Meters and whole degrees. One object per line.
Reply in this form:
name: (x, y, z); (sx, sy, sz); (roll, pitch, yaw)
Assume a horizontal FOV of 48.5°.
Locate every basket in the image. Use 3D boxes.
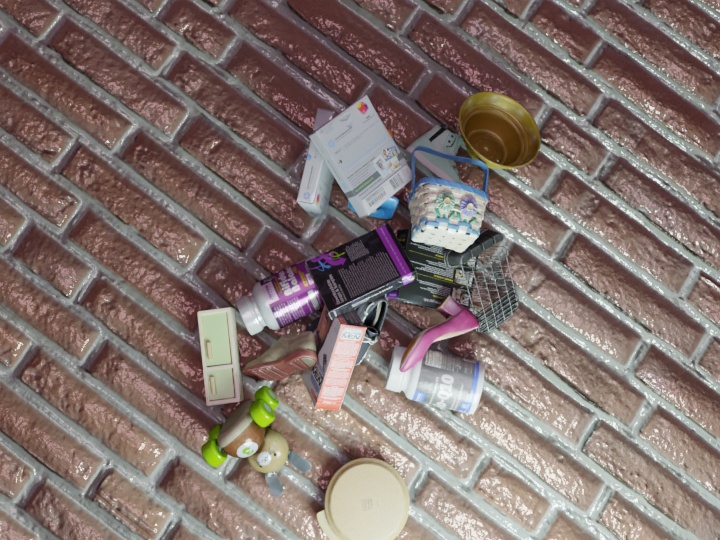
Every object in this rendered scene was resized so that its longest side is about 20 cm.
basket: (0.185, -0.152, 1.663); (0.173, 0.139, 0.203); (9, 64, -14)

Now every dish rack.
dish rack: (0.271, 0.026, 1.742); (0.152, 0.054, 0.203); (-28, 109, -30)

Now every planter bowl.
planter bowl: (0.294, -0.292, 1.778); (0.197, 0.084, 0.204); (8, 62, -15)

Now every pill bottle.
pill bottle: (0.158, 0.231, 1.719); (0.196, 0.114, 0.116); (13, 84, 0)
pill bottle: (-0.164, 0.059, 1.729); (0.198, 0.112, 0.114); (-26, 85, -5)

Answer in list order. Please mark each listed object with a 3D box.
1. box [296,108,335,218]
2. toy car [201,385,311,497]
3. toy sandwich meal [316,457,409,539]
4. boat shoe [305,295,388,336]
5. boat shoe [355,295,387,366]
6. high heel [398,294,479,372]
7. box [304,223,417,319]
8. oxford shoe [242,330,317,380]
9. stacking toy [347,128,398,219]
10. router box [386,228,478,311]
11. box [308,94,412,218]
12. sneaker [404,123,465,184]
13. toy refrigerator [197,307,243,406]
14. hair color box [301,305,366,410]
box: (-0.084, -0.227, 1.732); (0.040, 0.156, 0.204); (10, 84, 8)
toy car: (-0.205, 0.381, 1.686); (0.164, 0.158, 0.201); (-39, 98, 7)
toy sandwich meal: (0.009, 0.503, 1.713); (0.201, 0.070, 0.209); (1, 80, -4)
boat shoe: (-0.034, 0.094, 1.757); (0.199, 0.070, 0.066); (-36, 50, -1)
boat shoe: (0.009, 0.128, 1.711); (0.072, 0.063, 0.203); (3, 117, -32)
high heel: (0.165, 0.153, 1.672); (0.096, 0.067, 0.201); (41, 66, -3)
box: (0.000, 0.000, 1.644); (0.197, 0.036, 0.144); (-24, 54, -6)
oxford shoe: (-0.171, 0.185, 1.718); (0.197, 0.070, 0.076); (-18, 54, 28)
stacking toy: (0.042, -0.226, 1.780); (0.108, 0.116, 0.203); (13, 72, -3)
router box: (0.158, 0.007, 1.729); (0.197, 0.051, 0.152); (15, 82, -31)
box: (0.006, -0.237, 1.661); (0.156, 0.041, 0.202); (-40, 105, -27)
sneaker: (0.207, -0.241, 1.780); (0.118, 0.074, 0.200); (-44, 76, -10)
toy refrigerator: (-0.304, 0.186, 1.734); (0.074, 0.070, 0.204); (-6, 85, -2)
hair color box: (-0.058, 0.176, 1.677); (0.063, 0.111, 0.203); (9, 112, -25)
